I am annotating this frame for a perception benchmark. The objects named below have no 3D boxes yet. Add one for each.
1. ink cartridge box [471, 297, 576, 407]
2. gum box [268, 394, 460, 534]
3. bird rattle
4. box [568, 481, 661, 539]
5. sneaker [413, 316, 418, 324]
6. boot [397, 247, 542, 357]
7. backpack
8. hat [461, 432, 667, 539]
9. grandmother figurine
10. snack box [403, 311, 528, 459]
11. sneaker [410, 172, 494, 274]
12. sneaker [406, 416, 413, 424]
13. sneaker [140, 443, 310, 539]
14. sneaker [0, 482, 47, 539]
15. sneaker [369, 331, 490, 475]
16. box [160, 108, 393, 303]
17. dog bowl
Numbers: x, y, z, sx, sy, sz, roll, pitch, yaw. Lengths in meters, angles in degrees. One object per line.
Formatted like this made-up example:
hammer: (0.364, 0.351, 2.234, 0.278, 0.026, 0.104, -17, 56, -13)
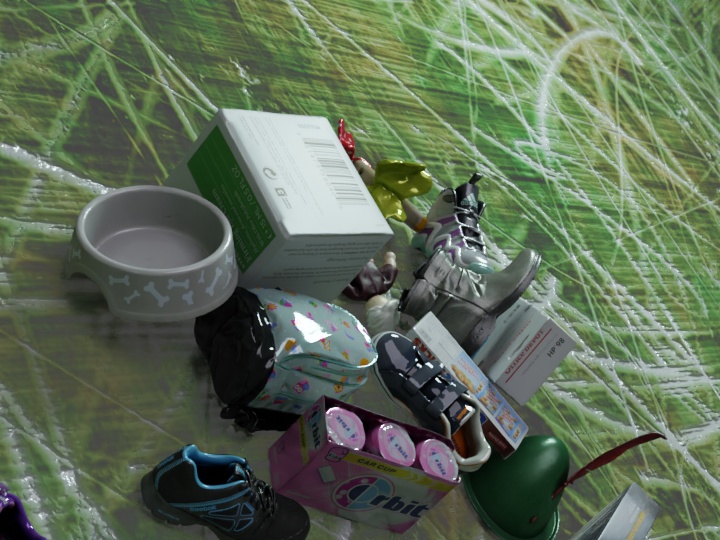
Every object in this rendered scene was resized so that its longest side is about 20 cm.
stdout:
ink cartridge box: (0.220, 0.111, 1.727, 0.067, 0.116, 0.200, 40, 2, -8)
gum box: (0.008, 0.225, 1.451, 0.198, 0.114, 0.067, 22, 38, -30)
bird rattle: (0.018, -0.119, 1.858, 0.199, 0.113, 0.163, 29, -9, 44)
box: (0.254, 0.355, 1.500, 0.048, 0.201, 0.158, 44, 32, 8)
sneaker: (0.139, 0.046, 1.815, 0.198, 0.083, 0.071, 5, 50, -45)
boot: (0.148, 0.012, 1.713, 0.130, 0.068, 0.200, 42, 68, 0)
backpack: (-0.080, 0.101, 1.479, 0.198, 0.127, 0.168, 18, 38, -39)
hat: (0.251, 0.238, 1.642, 0.166, 0.176, 0.199, 49, 33, 8)
grandmother figurine: (0.000, 0.000, 1.744, 0.120, 0.061, 0.202, -16, 66, -23)
snack box: (0.136, 0.145, 1.633, 0.201, 0.024, 0.072, 50, 26, 2)
sneaker: (0.150, -0.071, 1.835, 0.077, 0.142, 0.200, 20, 8, -31)
sneaker: (0.116, 0.179, 1.653, 0.084, 0.075, 0.201, 34, 34, -9)
sneaker: (-0.125, 0.239, 1.319, 0.198, 0.082, 0.074, 23, 37, -32)
sneaker: (-0.343, 0.207, 1.111, 0.200, 0.089, 0.080, 46, 34, 3)
sneaker: (0.089, 0.153, 1.529, 0.078, 0.079, 0.201, -40, 99, -34)
box: (-0.110, -0.068, 1.587, 0.198, 0.171, 0.201, -3, 55, -48)
dog bowl: (-0.232, -0.026, 1.431, 0.196, 0.059, 0.201, 6, 35, -4)
